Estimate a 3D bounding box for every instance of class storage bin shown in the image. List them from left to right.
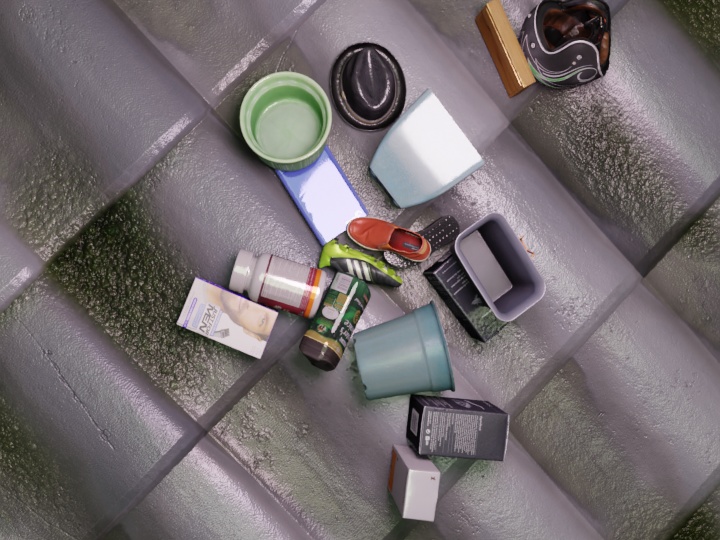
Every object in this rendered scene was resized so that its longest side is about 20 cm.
[{"bbox_3d":[0.277,-0.013,1.373,0.144,0.134,0.202,-34,94,-6],"label":"storage bin"}]

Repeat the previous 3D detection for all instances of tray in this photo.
[{"bbox_3d":[0.329,-0.506,1.518,0.036,0.099,0.203,-25,93,-5],"label":"tray"}]

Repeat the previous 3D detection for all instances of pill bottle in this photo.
[{"bbox_3d":[-0.180,0.026,1.447,0.196,0.110,0.112,17,88,-7],"label":"pill bottle"}]

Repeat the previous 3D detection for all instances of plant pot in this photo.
[{"bbox_3d":[0.090,0.189,1.450,0.192,0.200,0.205,-14,92,2],"label":"plant pot"},{"bbox_3d":[0.123,-0.243,1.452,0.199,0.196,0.197,-38,95,3],"label":"plant pot"}]

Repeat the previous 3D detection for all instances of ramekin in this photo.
[{"bbox_3d":[-0.159,-0.317,1.442,0.195,0.098,0.205,0,81,-1],"label":"ramekin"}]

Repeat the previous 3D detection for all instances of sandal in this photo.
[{"bbox_3d":[0.139,-0.060,1.524,0.197,0.048,0.077,-25,92,-16],"label":"sandal"}]

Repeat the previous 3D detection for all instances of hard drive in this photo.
[{"bbox_3d":[-0.087,-0.178,1.502,0.131,0.025,0.202,-33,94,-6],"label":"hard drive"}]

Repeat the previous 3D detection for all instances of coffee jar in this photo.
[{"bbox_3d":[-0.055,0.111,1.421,0.084,0.105,0.203,21,73,20],"label":"coffee jar"}]

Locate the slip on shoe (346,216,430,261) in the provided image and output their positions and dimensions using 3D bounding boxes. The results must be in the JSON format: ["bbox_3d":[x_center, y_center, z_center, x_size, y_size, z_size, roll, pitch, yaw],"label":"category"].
[{"bbox_3d":[0.061,-0.075,1.458,0.196,0.061,0.075,20,78,15],"label":"slip on shoe"}]

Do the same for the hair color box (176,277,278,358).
[{"bbox_3d":[-0.290,0.104,1.457,0.197,0.065,0.111,23,86,-8],"label":"hair color box"}]

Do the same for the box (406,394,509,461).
[{"bbox_3d":[0.214,0.348,1.477,0.195,0.148,0.107,7,89,-7],"label":"box"}]

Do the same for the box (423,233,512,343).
[{"bbox_3d":[0.264,0.038,1.499,0.147,0.104,0.201,-37,95,-6],"label":"box"}]

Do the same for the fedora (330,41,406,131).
[{"bbox_3d":[0.023,-0.421,1.482,0.196,0.092,0.206,0,90,-8],"label":"fedora"}]

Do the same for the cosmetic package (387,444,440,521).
[{"bbox_3d":[0.112,0.456,1.437,0.070,0.200,0.104,8,88,-7],"label":"cosmetic package"}]

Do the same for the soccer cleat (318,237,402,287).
[{"bbox_3d":[0.000,0.000,1.500,0.197,0.068,0.082,25,106,-7],"label":"soccer cleat"}]

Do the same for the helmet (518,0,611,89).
[{"bbox_3d":[0.455,-0.509,1.488,0.187,0.199,0.205,6,89,30],"label":"helmet"}]
